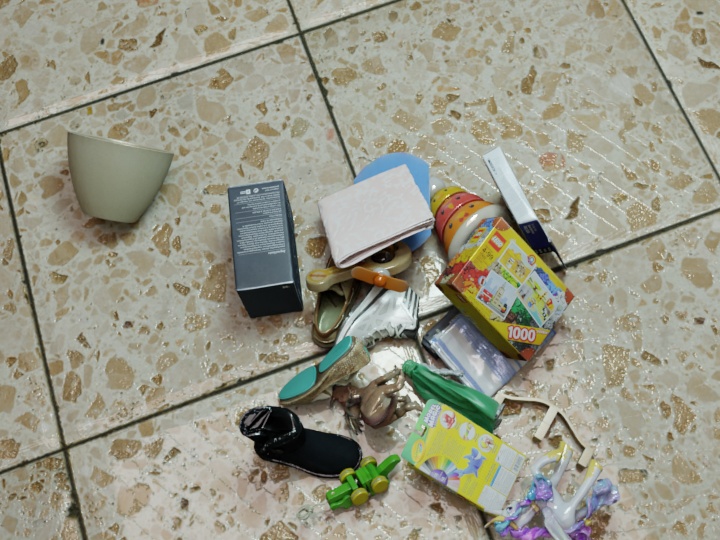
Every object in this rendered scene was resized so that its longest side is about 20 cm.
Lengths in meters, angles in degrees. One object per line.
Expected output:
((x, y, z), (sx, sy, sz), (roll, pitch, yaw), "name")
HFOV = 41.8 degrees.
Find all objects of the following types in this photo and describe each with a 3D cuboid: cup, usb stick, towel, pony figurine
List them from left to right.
((-0.461, -0.171, 1.775), (0.197, 0.200, 0.146), (13, 96, 8), "cup")
((0.024, -0.100, 1.687), (0.188, 0.033, 0.201), (-23, 36, 2), "towel")
((0.194, 0.079, 1.711), (0.200, 0.033, 0.055), (-42, 73, -12), "usb stick")
((0.236, 0.121, 1.679), (0.199, 0.024, 0.147), (-40, 88, -13), "towel")
((0.321, 0.396, 1.520), (0.200, 0.167, 0.193), (-41, 61, -14), "pony figurine")

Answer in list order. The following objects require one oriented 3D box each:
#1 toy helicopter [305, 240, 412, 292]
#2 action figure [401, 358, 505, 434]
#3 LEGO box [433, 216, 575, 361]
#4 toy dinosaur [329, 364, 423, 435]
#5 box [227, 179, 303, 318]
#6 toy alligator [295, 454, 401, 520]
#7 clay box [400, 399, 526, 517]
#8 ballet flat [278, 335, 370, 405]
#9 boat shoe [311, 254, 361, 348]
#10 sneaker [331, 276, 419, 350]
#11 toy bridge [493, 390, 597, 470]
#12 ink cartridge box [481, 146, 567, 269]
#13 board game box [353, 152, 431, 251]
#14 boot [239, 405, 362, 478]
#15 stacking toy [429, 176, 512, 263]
((0.000, 0.000, 1.662), (0.197, 0.080, 0.133), (-19, 41, -13), "toy helicopter")
((0.155, 0.209, 1.637), (0.198, 0.119, 0.055), (29, 49, 22), "action figure")
((0.248, 0.033, 1.622), (0.200, 0.077, 0.150), (43, 76, -16), "LEGO box")
((0.024, 0.231, 1.600), (0.134, 0.200, 0.087), (-28, 99, -7), "toy dinosaur")
((-0.171, -0.037, 1.714), (0.105, 0.149, 0.204), (-8, 68, 0), "box")
((-0.015, 0.376, 1.594), (0.198, 0.055, 0.059), (-29, 42, -9), "toy alligator")
((0.166, 0.310, 1.574), (0.198, 0.048, 0.116), (33, 75, -8), "clay box")
((-0.059, 0.189, 1.639), (0.065, 0.199, 0.071), (39, 33, -23), "ballet flat")
((-0.042, 0.039, 1.716), (0.074, 0.074, 0.203), (9, 69, 6), "boat shoe")
((0.038, 0.105, 1.685), (0.114, 0.076, 0.202), (32, 71, 16), "sneaker")
((0.321, 0.265, 1.634), (0.198, 0.027, 0.068), (31, 73, 13), "toy bridge")
((0.294, -0.100, 1.689), (0.040, 0.199, 0.202), (-29, 67, 11), "ink cartridge box")
((0.065, -0.119, 1.787), (0.155, 0.039, 0.204), (-7, 75, 24), "board game box")
((-0.097, 0.286, 1.572), (0.196, 0.169, 0.078), (9, 68, 6), "boot")
((0.173, -0.105, 1.753), (0.145, 0.147, 0.200), (-35, 53, -11), "stacking toy")
